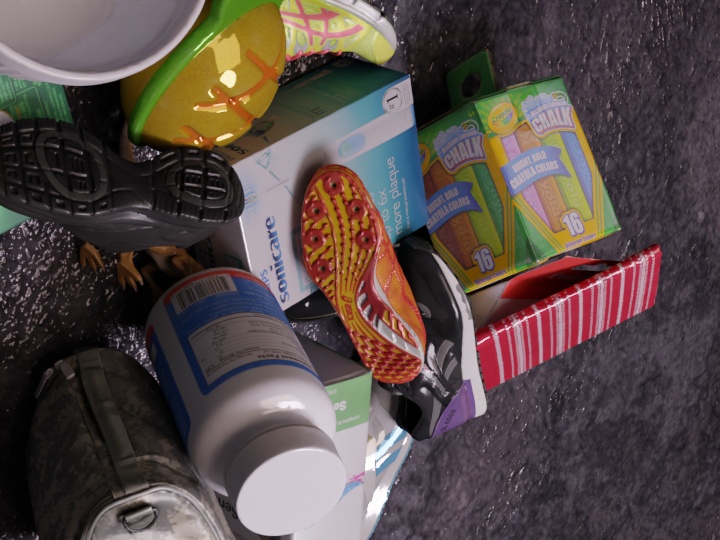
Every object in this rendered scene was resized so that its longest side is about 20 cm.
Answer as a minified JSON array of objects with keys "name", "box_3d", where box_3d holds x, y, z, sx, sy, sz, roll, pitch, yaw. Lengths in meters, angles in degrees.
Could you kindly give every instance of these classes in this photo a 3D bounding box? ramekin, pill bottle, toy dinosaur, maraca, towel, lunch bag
[{"name":"ramekin","box_3d":[-0.206,-0.217,0.899,0.199,0.105,0.202,0,89,-37]},{"name":"pill bottle","box_3d":[-0.084,0.097,1.020,0.111,0.200,0.113,-13,130,-16]},{"name":"toy dinosaur","box_3d":[-0.171,-0.042,1.084,0.106,0.060,0.201,-46,123,-40]},{"name":"maraca","box_3d":[-0.102,-0.160,0.995,0.200,0.107,0.137,-48,178,36]},{"name":"towel","box_3d":[0.192,0.045,1.313,0.199,0.023,0.145,-27,158,-2]},{"name":"lunch bag","box_3d":[-0.177,0.171,1.039,0.138,0.200,0.169,-14,125,-16]}]

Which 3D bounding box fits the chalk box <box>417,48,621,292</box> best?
[{"name":"chalk box","box_3d":[0.125,-0.098,1.265,0.123,0.124,0.201,-20,86,-38]}]

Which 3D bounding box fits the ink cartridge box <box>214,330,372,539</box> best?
[{"name":"ink cartridge box","box_3d":[-0.071,0.163,1.185,0.087,0.145,0.202,-15,116,-40]}]

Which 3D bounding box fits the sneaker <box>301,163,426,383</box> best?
[{"name":"sneaker","box_3d":[0.000,0.000,1.138,0.072,0.077,0.201,-14,118,10]}]

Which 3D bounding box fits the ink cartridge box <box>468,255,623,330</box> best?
[{"name":"ink cartridge box","box_3d":[0.167,0.040,1.335,0.160,0.199,0.050,2,72,-49]}]

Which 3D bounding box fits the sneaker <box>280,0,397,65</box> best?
[{"name":"sneaker","box_3d":[-0.055,-0.201,1.116,0.199,0.078,0.091,22,98,-40]}]

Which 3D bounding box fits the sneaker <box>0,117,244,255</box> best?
[{"name":"sneaker","box_3d":[-0.185,-0.047,0.977,0.199,0.091,0.076,12,57,-29]}]

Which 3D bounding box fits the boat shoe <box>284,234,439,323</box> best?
[{"name":"boat shoe","box_3d":[0.003,0.007,1.254,0.199,0.067,0.072,-13,117,-39]}]

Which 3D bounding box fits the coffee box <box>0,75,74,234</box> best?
[{"name":"coffee box","box_3d":[-0.289,-0.073,0.948,0.200,0.044,0.124,-34,127,-32]}]

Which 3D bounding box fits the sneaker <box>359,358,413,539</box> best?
[{"name":"sneaker","box_3d":[-0.007,0.165,1.302,0.080,0.076,0.201,16,92,-41]}]

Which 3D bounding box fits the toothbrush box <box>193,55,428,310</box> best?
[{"name":"toothbrush box","box_3d":[-0.046,-0.072,1.160,0.199,0.085,0.147,-30,126,-32]}]

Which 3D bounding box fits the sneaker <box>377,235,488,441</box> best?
[{"name":"sneaker","box_3d":[0.054,0.069,1.229,0.087,0.076,0.201,-27,122,-18]}]
